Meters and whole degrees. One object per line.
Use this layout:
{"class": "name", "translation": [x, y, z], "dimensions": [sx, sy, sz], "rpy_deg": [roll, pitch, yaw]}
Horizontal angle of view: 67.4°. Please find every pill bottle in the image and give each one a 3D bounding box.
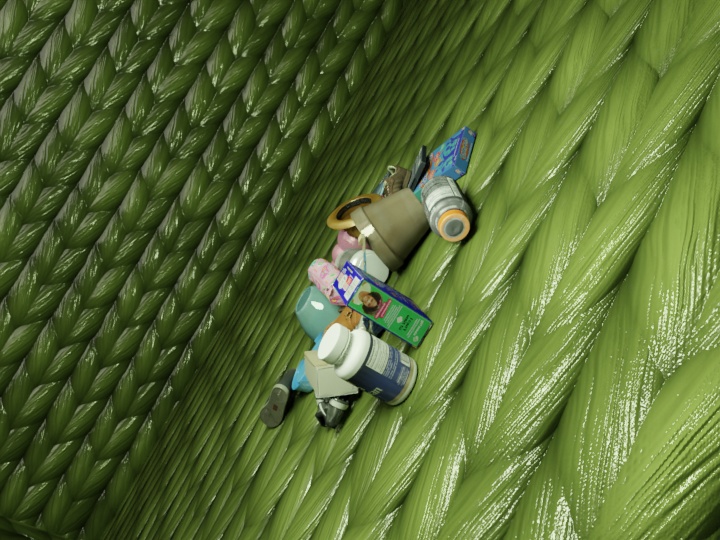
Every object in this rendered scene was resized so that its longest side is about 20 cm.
{"class": "pill bottle", "translation": [0.209, -0.146, 1.305], "dimensions": [0.106, 0.106, 0.201], "rpy_deg": [-50, 21, 23]}
{"class": "pill bottle", "translation": [0.004, -0.006, 1.594], "dimensions": [0.115, 0.113, 0.200], "rpy_deg": [-61, 19, -6]}
{"class": "pill bottle", "translation": [0.013, 0.195, 1.145], "dimensions": [0.111, 0.199, 0.112], "rpy_deg": [-48, 21, 26]}

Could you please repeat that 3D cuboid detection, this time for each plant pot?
{"class": "plant pot", "translation": [0.097, -0.128, 1.467], "dimensions": [0.173, 0.200, 0.200], "rpy_deg": [-38, 23, 9]}
{"class": "plant pot", "translation": [-0.124, 0.122, 1.688], "dimensions": [0.200, 0.134, 0.201], "rpy_deg": [-48, 22, 27]}

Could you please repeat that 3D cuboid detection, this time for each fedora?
{"class": "fedora", "translation": [-0.007, -0.159, 1.653], "dimensions": [0.199, 0.082, 0.201], "rpy_deg": [-22, 26, 11]}

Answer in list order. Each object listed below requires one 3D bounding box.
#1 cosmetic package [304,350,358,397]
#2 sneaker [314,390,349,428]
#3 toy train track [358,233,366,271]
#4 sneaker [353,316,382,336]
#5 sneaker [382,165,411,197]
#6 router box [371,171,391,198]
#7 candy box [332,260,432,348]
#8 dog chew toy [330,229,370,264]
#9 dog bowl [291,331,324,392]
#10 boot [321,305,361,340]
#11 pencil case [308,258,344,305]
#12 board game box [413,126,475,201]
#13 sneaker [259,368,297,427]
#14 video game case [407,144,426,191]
{"class": "cosmetic package", "translation": [-0.079, 0.257, 1.379], "dimensions": [0.200, 0.102, 0.074], "rpy_deg": [-170, 77, -74]}
{"class": "sneaker", "translation": [-0.088, 0.346, 1.374], "dimensions": [0.091, 0.066, 0.200], "rpy_deg": [-69, 18, -5]}
{"class": "toy train track", "translation": [0.000, 0.000, 1.408], "dimensions": [0.115, 0.032, 0.202], "rpy_deg": [-98, 5, -60]}
{"class": "sneaker", "translation": [0.014, 0.152, 1.401], "dimensions": [0.085, 0.077, 0.202], "rpy_deg": [-25, 38, 64]}
{"class": "sneaker", "translation": [0.095, -0.234, 1.613], "dimensions": [0.071, 0.075, 0.201], "rpy_deg": [118, 172, -51]}
{"class": "router box", "translation": [0.067, -0.221, 1.789], "dimensions": [0.200, 0.062, 0.151], "rpy_deg": [-46, 20, 56]}
{"class": "candy box", "translation": [0.047, 0.074, 1.239], "dimensions": [0.077, 0.199, 0.169], "rpy_deg": [-58, 18, 6]}
{"class": "dog chew toy", "translation": [-0.036, -0.056, 1.770], "dimensions": [0.201, 0.123, 0.125], "rpy_deg": [-62, 18, 18]}
{"class": "dog bowl", "translation": [-0.134, 0.276, 1.599], "dimensions": [0.201, 0.049, 0.112], "rpy_deg": [-58, 16, 16]}
{"class": "boot", "translation": [-0.030, 0.158, 1.503], "dimensions": [0.154, 0.073, 0.202], "rpy_deg": [-19, 46, 56]}
{"class": "pencil case", "translation": [-0.091, 0.032, 1.588], "dimensions": [0.088, 0.087, 0.200], "rpy_deg": [-57, 31, 5]}
{"class": "board game box", "translation": [0.238, -0.301, 1.553], "dimensions": [0.200, 0.045, 0.153], "rpy_deg": [-33, 33, 55]}
{"class": "sneaker", "translation": [-0.246, 0.403, 1.694], "dimensions": [0.201, 0.074, 0.106], "rpy_deg": [-61, -7, 34]}
{"class": "video game case", "translation": [0.154, -0.268, 1.650], "dimensions": [0.143, 0.019, 0.201], "rpy_deg": [-77, 9, -57]}
